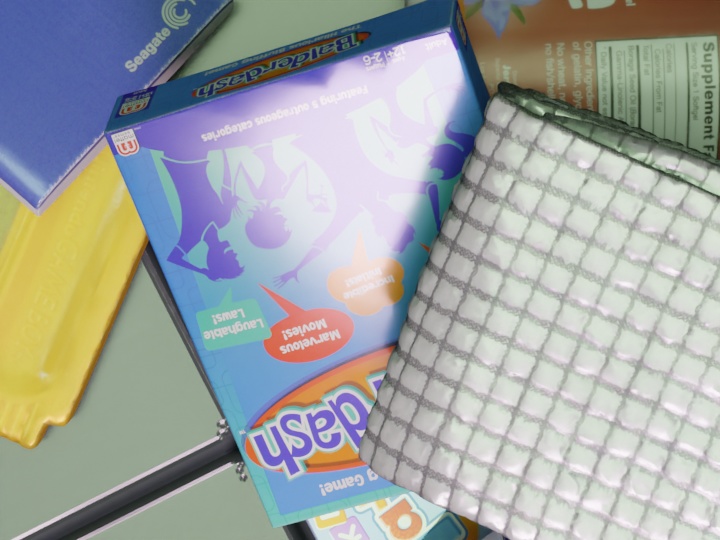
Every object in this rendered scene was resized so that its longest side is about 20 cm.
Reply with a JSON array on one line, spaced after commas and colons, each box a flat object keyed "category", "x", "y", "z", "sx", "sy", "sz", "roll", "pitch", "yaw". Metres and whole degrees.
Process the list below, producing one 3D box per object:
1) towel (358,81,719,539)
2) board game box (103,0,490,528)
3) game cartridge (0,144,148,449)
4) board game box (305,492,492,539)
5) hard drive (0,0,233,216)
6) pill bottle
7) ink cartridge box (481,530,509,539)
[{"category": "towel", "x": 0.118, "y": 0.035, "z": 0.934, "sx": 0.200, "sy": 0.086, "sz": 0.166, "roll": 22, "pitch": 100, "yaw": 5}, {"category": "board game box", "x": 0.000, "y": 0.000, "z": 1.011, "sx": 0.152, "sy": 0.045, "sz": 0.200, "roll": -17, "pitch": 114, "yaw": 12}, {"category": "game cartridge", "x": -0.198, "y": -0.032, "z": 1.100, "sx": 0.200, "sy": 0.032, "sz": 0.176, "roll": 23, "pitch": 93, "yaw": 0}, {"category": "board game box", "x": 0.068, "y": 0.076, "z": 1.099, "sx": 0.200, "sy": 0.037, "sz": 0.151, "roll": -27, "pitch": 94, "yaw": 2}, {"category": "hard drive", "x": -0.175, "y": -0.139, "z": 1.075, "sx": 0.200, "sy": 0.025, "sz": 0.132, "roll": 41, "pitch": 77, "yaw": 3}, {"category": "pill bottle", "x": 0.121, "y": -0.089, "z": 1.053, "sx": 0.200, "sy": 0.112, "sz": 0.112, "roll": -3, "pitch": 93, "yaw": 0}, {"category": "ink cartridge box", "x": 0.059, "y": 0.173, "z": 1.045, "sx": 0.095, "sy": 0.037, "sz": 0.200, "roll": 36, "pitch": 130, "yaw": -16}]
